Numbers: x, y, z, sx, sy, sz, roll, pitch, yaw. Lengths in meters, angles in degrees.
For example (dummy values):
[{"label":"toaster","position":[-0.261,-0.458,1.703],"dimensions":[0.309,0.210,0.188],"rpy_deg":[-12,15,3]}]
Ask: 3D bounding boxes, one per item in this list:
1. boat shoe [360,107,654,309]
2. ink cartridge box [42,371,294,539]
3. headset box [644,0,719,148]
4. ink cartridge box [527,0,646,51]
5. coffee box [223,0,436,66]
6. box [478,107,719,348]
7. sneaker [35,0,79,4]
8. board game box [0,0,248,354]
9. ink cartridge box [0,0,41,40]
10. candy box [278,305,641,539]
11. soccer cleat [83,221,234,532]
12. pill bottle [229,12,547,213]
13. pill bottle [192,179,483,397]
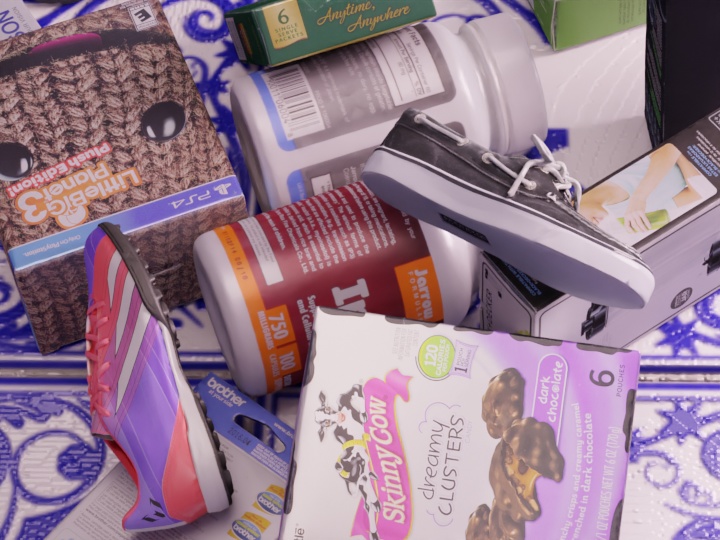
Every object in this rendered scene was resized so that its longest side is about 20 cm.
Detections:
[{"label":"boat shoe","position":[0.098,-0.042,1.304],"dimensions":[0.199,0.074,0.068],"rpy_deg":[25,75,30]},{"label":"ink cartridge box","position":[-0.115,0.167,1.333],"dimensions":[0.119,0.042,0.200],"rpy_deg":[32,65,24]},{"label":"headset box","position":[0.281,-0.159,1.445],"dimensions":[0.174,0.200,0.093],"rpy_deg":[-4,38,1]},{"label":"ink cartridge box","position":[0.215,-0.244,1.589],"dimensions":[0.199,0.059,0.104],"rpy_deg":[-18,55,-8]},{"label":"coffee box","position":[-0.025,-0.178,1.493],"dimensions":[0.123,0.200,0.044],"rpy_deg":[-18,98,-8]},{"label":"box","position":[0.173,-0.008,1.391],"dimensions":[0.200,0.117,0.060],"rpy_deg":[-30,59,-17]},{"label":"sneaker","position":[-0.167,-0.256,1.617],"dimensions":[0.199,0.079,0.076],"rpy_deg":[-15,54,-8]},{"label":"board game box","position":[-0.179,-0.069,1.472],"dimensions":[0.159,0.097,0.200],"rpy_deg":[-19,55,-9]},{"label":"ink cartridge box","position":[-0.345,-0.164,1.588],"dimensions":[0.200,0.041,0.200],"rpy_deg":[-28,57,-15]},{"label":"candy box","position":[0.058,0.121,1.287],"dimensions":[0.199,0.072,0.168],"rpy_deg":[8,77,2]},{"label":"soccer cleat","position":[-0.143,0.064,1.325],"dimensions":[0.073,0.068,0.200],"rpy_deg":[-20,73,-8]},{"label":"pill bottle","position":[0.020,-0.104,1.472],"dimensions":[0.199,0.114,0.114],"rpy_deg":[-17,55,-8]},{"label":"pill bottle","position":[0.000,0.000,1.398],"dimensions":[0.199,0.113,0.113],"rpy_deg":[-19,55,-9]}]
